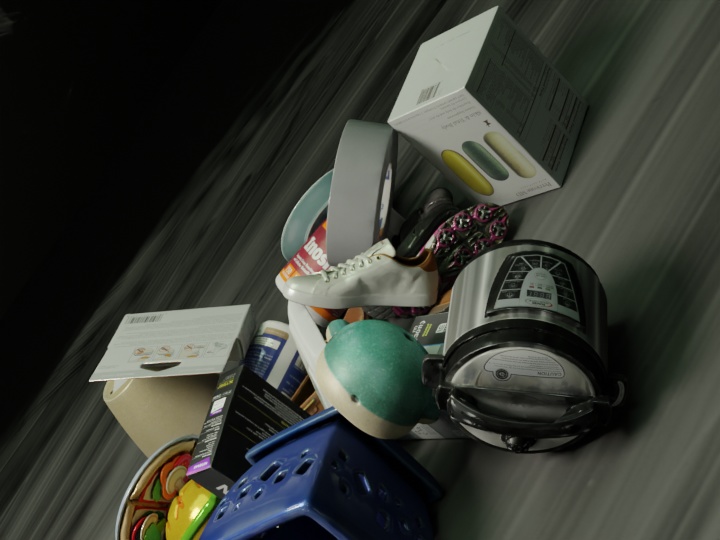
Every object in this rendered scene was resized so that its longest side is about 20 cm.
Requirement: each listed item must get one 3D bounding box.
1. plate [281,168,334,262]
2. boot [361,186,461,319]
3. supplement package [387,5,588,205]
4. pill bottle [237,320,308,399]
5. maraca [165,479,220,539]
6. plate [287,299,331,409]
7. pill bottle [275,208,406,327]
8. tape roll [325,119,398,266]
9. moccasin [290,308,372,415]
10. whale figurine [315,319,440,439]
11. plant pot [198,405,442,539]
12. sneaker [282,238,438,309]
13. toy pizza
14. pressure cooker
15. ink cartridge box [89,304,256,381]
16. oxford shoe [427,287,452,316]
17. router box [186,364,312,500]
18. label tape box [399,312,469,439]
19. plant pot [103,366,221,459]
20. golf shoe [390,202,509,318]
[{"bbox_3d":[-0.038,-0.081,1.768,0.200,0.200,0.026,-49,64,4],"label":"plate"},{"bbox_3d":[0.073,-0.023,1.631,0.200,0.070,0.132,-42,19,5],"label":"boot"},{"bbox_3d":[0.173,-0.211,1.538,0.151,0.200,0.152,-16,42,48],"label":"supplement package"},{"bbox_3d":[-0.137,0.182,1.630,0.110,0.111,0.201,-9,47,53],"label":"pill bottle"},{"bbox_3d":[-0.191,0.314,1.526,0.201,0.107,0.137,-59,-8,28],"label":"maraca"},{"bbox_3d":[-0.038,0.145,1.429,0.032,0.202,0.200,-24,26,-6],"label":"plate"},{"bbox_3d":[-0.025,-0.023,1.713,0.200,0.113,0.113,-49,26,4],"label":"pill bottle"},{"bbox_3d":[0.004,-0.101,1.562,0.200,0.065,0.203,8,-90,-83],"label":"tape roll"},{"bbox_3d":[-0.046,0.131,1.587,0.073,0.078,0.203,3,58,59],"label":"moccasin"},{"bbox_3d":[0.035,0.099,1.259,0.104,0.159,0.200,-53,-8,23],"label":"whale figurine"},{"bbox_3d":[-0.034,0.270,1.264,0.199,0.200,0.181,-30,26,36],"label":"plant pot"},{"bbox_3d":[0.000,0.000,1.439,0.073,0.197,0.086,-128,38,-69],"label":"sneaker"},{"bbox_3d":[-0.258,0.324,1.584,0.031,0.201,0.201,21,71,29],"label":"toy pizza"},{"bbox_3d":[0.171,0.090,1.181,0.175,0.178,0.201,-32,28,34],"label":"pressure cooker"},{"bbox_3d":[-0.260,0.115,1.616,0.197,0.044,0.174,-5,30,11],"label":"ink cartridge box"},{"bbox_3d":[0.158,0.030,1.404,0.199,0.071,0.072,-13,40,54],"label":"oxford shoe"},{"bbox_3d":[-0.107,0.233,1.414,0.051,0.200,0.150,-26,35,38],"label":"router box"},{"bbox_3d":[0.081,0.129,1.404,0.199,0.066,0.144,-10,47,51],"label":"label tape box"},{"bbox_3d":[-0.281,0.210,1.725,0.187,0.200,0.188,-38,29,25],"label":"plant pot"},{"bbox_3d":[0.113,-0.017,1.529,0.200,0.073,0.092,-41,-1,-1],"label":"golf shoe"}]
